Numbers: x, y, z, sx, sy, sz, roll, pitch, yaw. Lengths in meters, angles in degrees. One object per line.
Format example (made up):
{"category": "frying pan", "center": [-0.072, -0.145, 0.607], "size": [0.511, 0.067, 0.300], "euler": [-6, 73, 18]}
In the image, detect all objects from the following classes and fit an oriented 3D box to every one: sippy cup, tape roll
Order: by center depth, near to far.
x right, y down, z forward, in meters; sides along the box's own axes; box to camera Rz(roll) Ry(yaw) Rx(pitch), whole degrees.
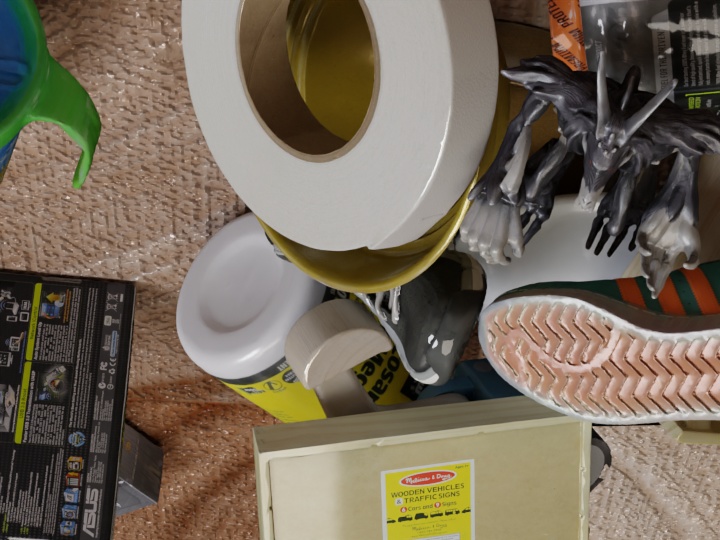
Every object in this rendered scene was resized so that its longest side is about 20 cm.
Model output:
{"category": "tape roll", "center": [-0.015, -0.110, 1.009], "size": [0.037, 0.204, 0.203], "euler": [-15, 160, -42]}
{"category": "sippy cup", "center": [-0.241, -0.090, 1.103], "size": [0.178, 0.139, 0.131], "euler": [47, 156, 12]}

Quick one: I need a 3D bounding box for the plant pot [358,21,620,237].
{"category": "plant pot", "center": [0.066, -0.071, 1.194], "size": [0.198, 0.028, 0.201], "euler": [2, 144, 1]}

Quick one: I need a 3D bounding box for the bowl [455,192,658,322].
{"category": "bowl", "center": [0.155, 0.027, 1.221], "size": [0.199, 0.091, 0.201], "euler": [2, 162, 1]}

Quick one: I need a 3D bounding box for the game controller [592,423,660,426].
{"category": "game controller", "center": [0.229, 0.080, 1.381], "size": [0.198, 0.042, 0.105], "euler": [-1, 144, 5]}

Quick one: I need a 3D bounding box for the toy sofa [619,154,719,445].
{"category": "toy sofa", "center": [0.218, -0.007, 1.100], "size": [0.082, 0.098, 0.201], "euler": [6, 122, -42]}

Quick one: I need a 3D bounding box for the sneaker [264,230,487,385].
{"category": "sneaker", "center": [0.000, 0.000, 1.133], "size": [0.115, 0.200, 0.075], "euler": [22, 100, -11]}

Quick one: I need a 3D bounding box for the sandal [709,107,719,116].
{"category": "sandal", "center": [0.229, -0.062, 1.148], "size": [0.201, 0.080, 0.058], "euler": [37, 88, -30]}

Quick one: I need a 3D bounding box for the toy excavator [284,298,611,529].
{"category": "toy excavator", "center": [0.046, 0.105, 1.233], "size": [0.199, 0.100, 0.196], "euler": [-7, 122, -24]}

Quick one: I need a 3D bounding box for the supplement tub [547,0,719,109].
{"category": "supplement tub", "center": [0.194, -0.145, 1.005], "size": [0.198, 0.123, 0.123], "euler": [-5, 144, 8]}

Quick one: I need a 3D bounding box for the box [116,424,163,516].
{"category": "box", "center": [-0.270, 0.145, 1.485], "size": [0.199, 0.049, 0.158], "euler": [-22, 139, 29]}

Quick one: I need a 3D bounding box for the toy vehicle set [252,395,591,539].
{"category": "toy vehicle set", "center": [0.038, 0.140, 1.194], "size": [0.198, 0.027, 0.125], "euler": [-6, 120, -8]}

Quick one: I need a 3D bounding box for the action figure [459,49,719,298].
{"category": "action figure", "center": [0.115, -0.041, 0.972], "size": [0.118, 0.103, 0.200], "euler": [15, 172, 4]}

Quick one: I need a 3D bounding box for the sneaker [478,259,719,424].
{"category": "sneaker", "center": [0.162, 0.033, 1.032], "size": [0.199, 0.080, 0.072], "euler": [5, 115, 28]}

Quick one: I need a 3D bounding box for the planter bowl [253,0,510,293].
{"category": "planter bowl", "center": [0.020, -0.093, 1.073], "size": [0.083, 0.202, 0.200], "euler": [-10, 158, -43]}

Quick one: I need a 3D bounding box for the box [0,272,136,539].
{"category": "box", "center": [-0.230, 0.094, 1.285], "size": [0.159, 0.201, 0.044], "euler": [4, 145, -5]}

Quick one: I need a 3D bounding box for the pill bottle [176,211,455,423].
{"category": "pill bottle", "center": [-0.016, 0.052, 1.290], "size": [0.112, 0.113, 0.200], "euler": [-22, 141, 29]}
